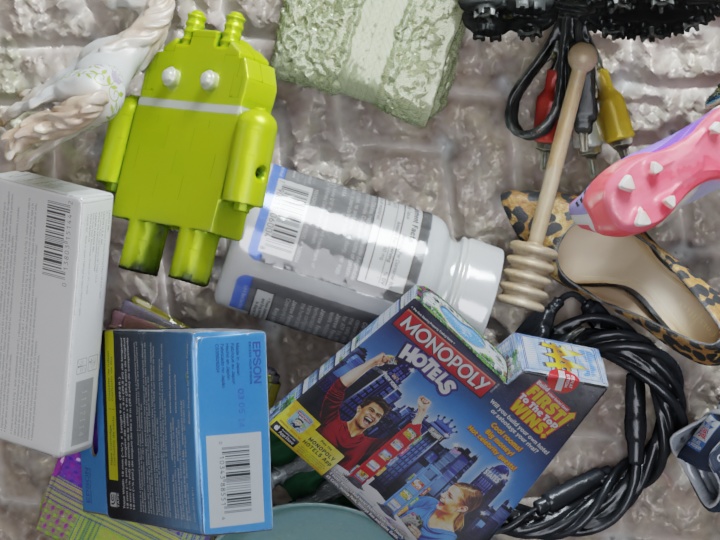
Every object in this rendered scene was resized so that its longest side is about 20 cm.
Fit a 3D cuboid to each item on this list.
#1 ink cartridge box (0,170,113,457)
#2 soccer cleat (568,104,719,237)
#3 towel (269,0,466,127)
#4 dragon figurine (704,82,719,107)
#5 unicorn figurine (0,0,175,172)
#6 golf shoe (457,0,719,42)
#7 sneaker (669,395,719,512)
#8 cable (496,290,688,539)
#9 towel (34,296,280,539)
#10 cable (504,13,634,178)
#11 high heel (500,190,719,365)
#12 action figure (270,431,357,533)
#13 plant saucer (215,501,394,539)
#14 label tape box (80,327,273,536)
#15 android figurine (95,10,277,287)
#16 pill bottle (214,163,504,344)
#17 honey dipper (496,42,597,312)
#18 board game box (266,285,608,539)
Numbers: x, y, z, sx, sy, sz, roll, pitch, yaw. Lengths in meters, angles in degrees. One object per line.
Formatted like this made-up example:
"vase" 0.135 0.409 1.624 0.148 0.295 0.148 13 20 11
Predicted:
"ink cartridge box" -0.277 0.023 1.667 0.175 0.045 0.201 14 105 28
"soccer cleat" 0.245 -0.079 1.639 0.199 0.076 0.067 -27 100 -28
"towel" 0.019 -0.221 1.642 0.148 0.036 0.201 17 99 -2
"dragon figurine" 0.295 -0.221 1.631 0.099 0.059 0.200 41 96 -6
"unicorn figurine" -0.198 -0.147 1.615 0.137 0.201 0.074 -32 124 21
"golf shoe" 0.169 -0.220 1.594 0.199 0.078 0.095 2 68 -2
"sneaker" 0.292 0.089 1.663 0.108 0.070 0.201 -9 103 -21
"cable" 0.156 0.126 1.700 0.163 0.051 0.200 37 95 -11
"towel" -0.157 0.137 1.696 0.143 0.023 0.201 24 98 7
"cable" 0.159 -0.171 1.659 0.096 0.050 0.201 0 87 12
"high heel" 0.194 -0.001 1.624 0.199 0.143 0.072 33 94 -6
"action figure" 0.019 0.131 1.673 0.199 0.055 0.118 -30 110 19
"plant saucer" -0.030 0.253 1.697 0.199 0.036 0.201 2 119 4
"label tape box" -0.140 0.114 1.624 0.063 0.200 0.145 -2 91 -31
"android figurine" -0.124 -0.092 1.608 0.041 0.181 0.201 14 89 -43
"pill bottle" 0.000 0.000 1.640 0.199 0.114 0.114 18 99 -3
"honey dipper" 0.144 -0.070 1.620 0.038 0.038 0.201 15 90 -3
"board game box" 0.070 0.100 1.594 0.200 0.062 0.200 -41 112 16
